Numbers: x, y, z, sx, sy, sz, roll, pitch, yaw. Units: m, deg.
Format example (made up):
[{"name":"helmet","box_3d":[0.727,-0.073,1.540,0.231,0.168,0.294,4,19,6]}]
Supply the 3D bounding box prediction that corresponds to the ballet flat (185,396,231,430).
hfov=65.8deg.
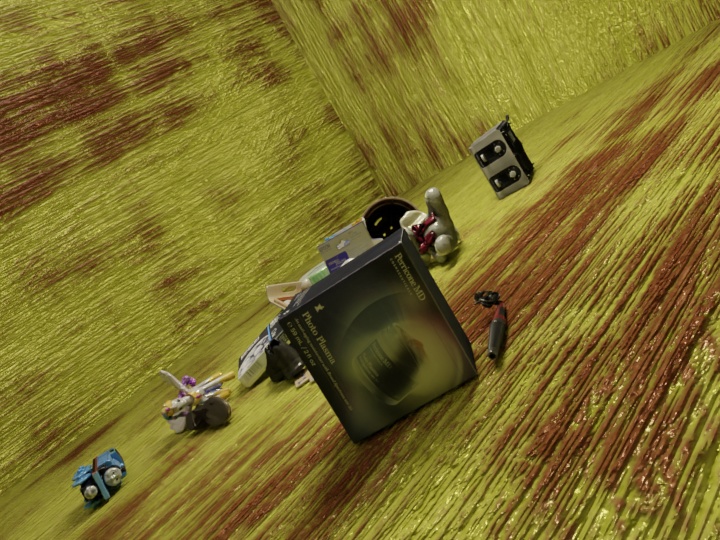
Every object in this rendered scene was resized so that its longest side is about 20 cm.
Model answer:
[{"name":"ballet flat","box_3d":[-0.347,0.336,1.298,0.046,0.069,0.198,3,-24,-42]}]

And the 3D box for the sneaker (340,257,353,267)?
[{"name":"sneaker","box_3d":[-0.017,0.069,1.219,0.114,0.074,0.205,-3,65,58]}]

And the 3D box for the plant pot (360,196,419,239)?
[{"name":"plant pot","box_3d":[0.093,-0.109,1.652,0.198,0.203,0.198,-32,1,4]}]

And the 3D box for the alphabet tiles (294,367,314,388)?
[{"name":"alphabet tiles","box_3d":[-0.060,0.182,1.202,0.198,0.006,0.166,-35,8,-5]}]

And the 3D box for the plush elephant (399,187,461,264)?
[{"name":"plush elephant","box_3d":[0.156,-0.086,1.377,0.151,0.169,0.199,-15,-15,19]}]

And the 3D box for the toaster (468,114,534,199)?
[{"name":"toaster","box_3d":[0.418,-0.332,1.634,0.117,0.183,0.200,-28,10,31]}]

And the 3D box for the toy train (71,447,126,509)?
[{"name":"toy train","box_3d":[-0.628,0.499,1.348,0.113,0.088,0.199,-31,6,-26]}]

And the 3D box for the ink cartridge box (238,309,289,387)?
[{"name":"ink cartridge box","box_3d":[-0.247,0.190,1.482,0.199,0.043,0.200,-48,16,0]}]

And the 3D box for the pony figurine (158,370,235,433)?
[{"name":"pony figurine","box_3d":[-0.437,0.323,1.440,0.197,0.171,0.191,-18,1,-34]}]

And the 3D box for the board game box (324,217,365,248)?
[{"name":"board game box","box_3d":[-0.031,-0.023,1.583,0.025,0.206,0.198,-6,-10,-34]}]

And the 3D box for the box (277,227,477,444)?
[{"name":"box","box_3d":[0.026,0.085,0.759,0.196,0.203,0.123,-31,8,11]}]

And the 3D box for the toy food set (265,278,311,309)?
[{"name":"toy food set","box_3d":[-0.146,0.067,1.490,0.141,0.062,0.198,-6,15,-37]}]

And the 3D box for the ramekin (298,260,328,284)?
[{"name":"ramekin","box_3d":[-0.125,0.032,1.955,0.197,0.099,0.200,-33,9,6]}]

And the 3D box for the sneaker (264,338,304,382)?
[{"name":"sneaker","box_3d":[-0.184,0.199,1.279,0.076,0.091,0.199,-41,5,-28]}]

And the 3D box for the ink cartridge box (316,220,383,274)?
[{"name":"ink cartridge box","box_3d":[0.000,0.000,1.320,0.043,0.204,0.196,-27,3,-41]}]

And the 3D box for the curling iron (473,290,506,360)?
[{"name":"curling iron","box_3d":[0.184,0.076,0.784,0.048,0.026,0.201,7,23,9]}]
